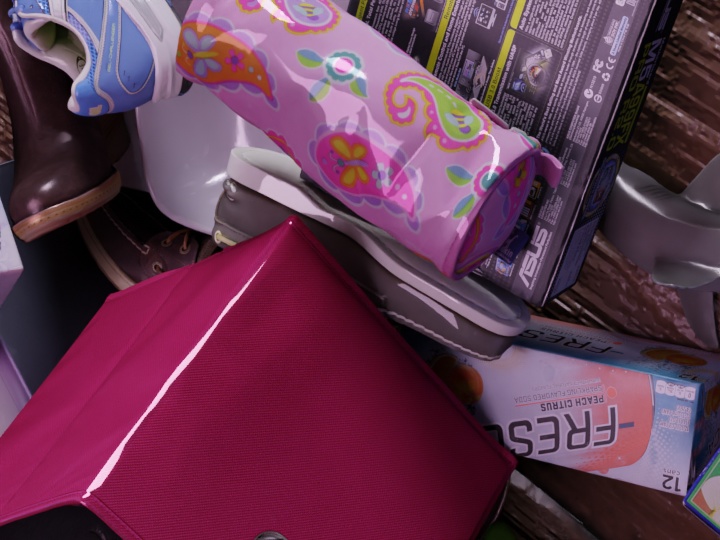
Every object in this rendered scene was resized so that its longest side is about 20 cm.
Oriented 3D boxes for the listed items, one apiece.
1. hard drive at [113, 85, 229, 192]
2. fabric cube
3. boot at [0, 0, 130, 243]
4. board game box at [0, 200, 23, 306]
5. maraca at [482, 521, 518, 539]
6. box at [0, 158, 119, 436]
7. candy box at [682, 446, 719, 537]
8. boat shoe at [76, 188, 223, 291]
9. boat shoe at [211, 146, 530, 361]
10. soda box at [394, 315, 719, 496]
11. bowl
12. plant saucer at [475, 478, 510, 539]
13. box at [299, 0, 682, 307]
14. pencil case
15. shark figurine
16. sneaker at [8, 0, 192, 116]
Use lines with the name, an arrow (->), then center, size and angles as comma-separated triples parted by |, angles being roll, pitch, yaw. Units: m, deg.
hard drive -> -0.138, -0.152, 1.134 | 0.132, 0.026, 0.201 | 13, 112, 38
fabric cube -> -0.074, 0.126, 0.908 | 0.196, 0.200, 0.200 | 48, 142, -17
boot -> -0.209, -0.118, 1.052 | 0.072, 0.200, 0.167 | -23, 109, 12
board game box -> -0.289, -0.036, 1.088 | 0.200, 0.041, 0.200 | -48, 57, 48
maraca -> 0.091, 0.251, 1.004 | 0.107, 0.137, 0.201 | 128, 124, -78
box -> -0.248, 0.052, 1.213 | 0.201, 0.123, 0.198 | 60, 140, 9
candy box -> 0.249, 0.027, 0.757 | 0.077, 0.169, 0.200 | 38, 126, 20
boat shoe -> -0.107, 0.002, 1.135 | 0.200, 0.072, 0.072 | 46, 114, 21
boat shoe -> 0.002, 0.000, 0.935 | 0.201, 0.072, 0.060 | 31, 109, 26
soda box -> 0.102, 0.065, 0.943 | 0.199, 0.068, 0.064 | 11, 105, 29
bowl -> -0.041, -0.116, 1.026 | 0.199, 0.075, 0.201 | 12, 110, 36
plant saucer -> 0.003, 0.098, 1.058 | 0.199, 0.032, 0.201 | 5, 104, 22
box -> 0.066, -0.105, 0.880 | 0.160, 0.044, 0.201 | 29, 118, 23
pencil case -> 0.001, -0.080, 0.855 | 0.200, 0.087, 0.088 | 37, 125, 17
shark figurine -> 0.190, -0.017, 0.853 | 0.214, 0.089, 0.129 | -10, 98, 44
sneaker -> -0.178, -0.177, 1.008 | 0.200, 0.077, 0.076 | 53, 153, 16
